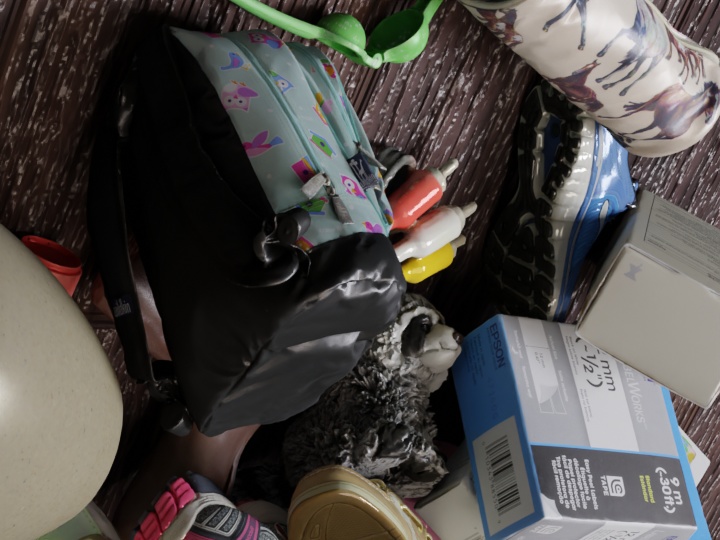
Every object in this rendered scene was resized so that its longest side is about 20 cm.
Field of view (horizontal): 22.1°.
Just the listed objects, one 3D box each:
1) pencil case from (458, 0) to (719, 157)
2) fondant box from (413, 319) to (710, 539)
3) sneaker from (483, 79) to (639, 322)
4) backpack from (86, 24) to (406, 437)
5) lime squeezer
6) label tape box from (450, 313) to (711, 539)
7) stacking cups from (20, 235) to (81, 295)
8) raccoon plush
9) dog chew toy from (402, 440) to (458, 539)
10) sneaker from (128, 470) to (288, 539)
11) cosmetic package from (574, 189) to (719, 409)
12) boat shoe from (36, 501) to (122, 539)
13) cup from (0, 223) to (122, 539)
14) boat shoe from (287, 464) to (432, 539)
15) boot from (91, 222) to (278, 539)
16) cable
[{"bbox_3d":[0.144,-0.145,1.103,0.089,0.078,0.200,-34,136,23],"label":"pencil case"},{"bbox_3d":[0.144,0.148,1.278,0.058,0.144,0.200,-37,-173,46],"label":"fondant box"},{"bbox_3d":[0.146,-0.037,1.240,0.089,0.079,0.201,-8,127,-33],"label":"sneaker"},{"bbox_3d":[-0.061,-0.033,0.976,0.126,0.201,0.167,1,145,-40],"label":"backpack"},{"bbox_3d":[0.004,-0.149,1.057,0.199,0.038,0.071,-16,131,-30],"label":"lime squeezer"},{"bbox_3d":[0.165,0.114,1.229,0.199,0.144,0.066,7,149,-32],"label":"label tape box"},{"bbox_3d":[-0.214,0.074,1.043,0.060,0.060,0.201,15,107,-46],"label":"stacking cups"},{"bbox_3d":[-0.026,0.082,1.212,0.199,0.134,0.097,-11,154,7],"label":"raccoon plush"},{"bbox_3d":[0.056,0.177,1.309,0.200,0.125,0.125,24,105,-39],"label":"dog chew toy"},{"bbox_3d":[-0.072,0.187,1.131,0.081,0.075,0.200,-54,155,-1],"label":"sneaker"},{"bbox_3d":[0.211,0.014,1.242,0.071,0.105,0.200,-61,174,17],"label":"cosmetic package"},{"bbox_3d":[-0.158,0.184,1.056,0.075,0.200,0.068,-30,155,-18],"label":"boat shoe"},{"bbox_3d":[-0.205,0.066,0.924,0.143,0.200,0.201,26,103,-48],"label":"cup"},{"bbox_3d":[0.002,0.170,1.163,0.074,0.067,0.200,-18,142,8],"label":"boat shoe"},{"bbox_3d":[-0.121,0.061,1.098,0.187,0.064,0.200,-51,145,-16],"label":"boot"},{"bbox_3d":[0.000,0.000,1.131,0.200,0.050,0.097,-46,141,-34],"label":"cable"}]
